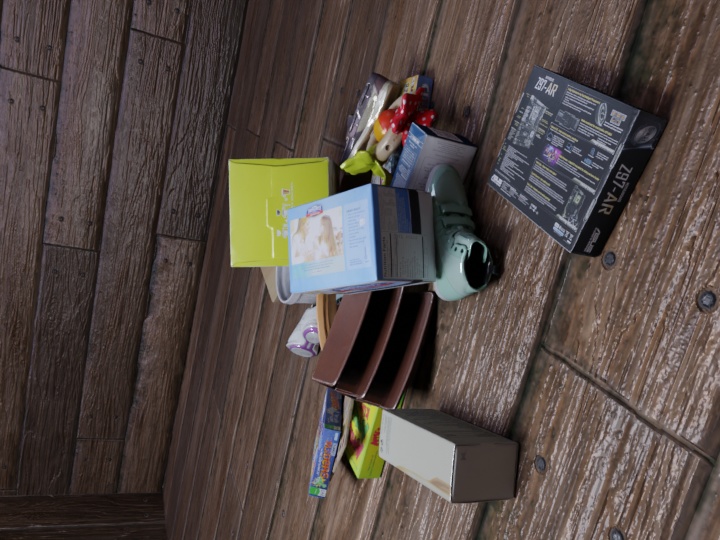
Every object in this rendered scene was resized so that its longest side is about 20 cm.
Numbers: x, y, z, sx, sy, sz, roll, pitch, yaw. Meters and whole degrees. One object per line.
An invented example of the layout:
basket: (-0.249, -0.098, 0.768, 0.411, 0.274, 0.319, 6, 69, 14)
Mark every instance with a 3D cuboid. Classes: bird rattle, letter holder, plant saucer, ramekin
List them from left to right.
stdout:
ramekin: (-0.124, -0.017, 1.422, 0.199, 0.102, 0.206, -172, 90, -66)
plant saucer: (-0.038, 0.096, 1.167, 0.200, 0.036, 0.206, -7, -90, -77)
letter holder: (0.024, 0.109, 0.984, 0.141, 0.099, 0.204, -2, 63, 58)
bird rattle: (0.050, -0.241, 1.033, 0.165, 0.110, 0.202, -85, 22, -49)

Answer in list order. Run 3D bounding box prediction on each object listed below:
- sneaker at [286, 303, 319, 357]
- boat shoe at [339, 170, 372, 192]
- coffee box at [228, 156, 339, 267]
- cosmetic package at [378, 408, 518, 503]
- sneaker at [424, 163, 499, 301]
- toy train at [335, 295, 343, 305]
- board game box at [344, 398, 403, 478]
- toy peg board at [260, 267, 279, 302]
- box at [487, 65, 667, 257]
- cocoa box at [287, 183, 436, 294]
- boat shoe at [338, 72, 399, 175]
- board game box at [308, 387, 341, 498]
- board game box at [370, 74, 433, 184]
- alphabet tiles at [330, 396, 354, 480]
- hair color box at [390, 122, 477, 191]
sneaker: (-0.115, 0.141, 1.421, 0.200, 0.073, 0.102, -44, 26, 54)
boat shoe: (0.003, -0.215, 1.251, 0.070, 0.069, 0.205, -51, -24, -59)
coffee box: (-0.145, -0.115, 1.207, 0.198, 0.194, 0.206, -55, -35, -85)
cosmetic package: (0.112, 0.246, 0.819, 0.199, 0.103, 0.073, 180, 96, -67)
sneaker: (0.148, -0.063, 0.859, 0.118, 0.072, 0.207, 162, 104, -70)
toy train: (0.000, 0.000, 1.116, 0.084, 0.112, 0.206, -21, 63, 49)
board game box: (0.023, 0.256, 1.081, 0.102, 0.046, 0.205, -135, 56, -60)
toy peg board: (-0.200, -0.056, 1.647, 0.201, 0.096, 0.203, -54, 51, 47)
box: (0.241, -0.136, 0.713, 0.201, 0.042, 0.164, -122, 45, -55)
cocoa box: (-0.003, -0.039, 0.894, 0.197, 0.129, 0.138, -9, 83, 46)
boat shoe: (0.005, -0.278, 1.144, 0.064, 0.072, 0.202, 39, 124, 15)
board game box: (-0.068, 0.332, 1.191, 0.200, 0.033, 0.139, -94, 16, -78)
board game box: (0.075, -0.252, 1.131, 0.135, 0.034, 0.206, -162, 81, -66)
alphabet tiles: (-0.028, 0.271, 1.139, 0.169, 0.007, 0.203, 107, 175, -50)
hair color box: (0.099, -0.121, 0.960, 0.061, 0.098, 0.204, 57, 133, 54)
